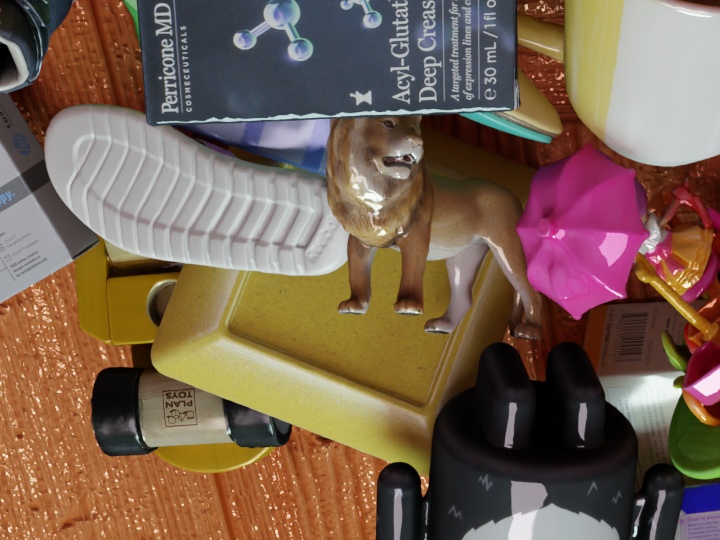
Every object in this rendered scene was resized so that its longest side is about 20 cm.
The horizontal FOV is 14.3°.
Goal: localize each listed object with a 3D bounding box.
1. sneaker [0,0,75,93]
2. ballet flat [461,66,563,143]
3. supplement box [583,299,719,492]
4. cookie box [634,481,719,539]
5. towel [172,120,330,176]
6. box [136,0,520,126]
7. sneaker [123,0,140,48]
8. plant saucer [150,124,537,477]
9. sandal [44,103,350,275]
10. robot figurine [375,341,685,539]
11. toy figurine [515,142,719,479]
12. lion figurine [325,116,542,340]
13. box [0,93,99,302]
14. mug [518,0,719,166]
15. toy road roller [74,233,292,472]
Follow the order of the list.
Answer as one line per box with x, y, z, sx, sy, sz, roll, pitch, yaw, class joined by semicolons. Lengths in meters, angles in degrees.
-0.238;-0.193;1.632;0.077;0.146;0.202;-21;120;27;sneaker
0.026;-0.129;1.614;0.200;0.069;0.063;18;91;-4;ballet flat
0.247;0.084;1.801;0.200;0.074;0.126;-3;129;15;supplement box
0.208;0.202;1.836;0.171;0.075;0.200;-10;156;27;cookie box
-0.017;-0.152;1.653;0.147;0.024;0.200;19;108;-3;towel
-0.018;-0.168;1.506;0.200;0.107;0.149;-3;123;0;box
-0.130;-0.199;1.664;0.083;0.074;0.200;16;138;32;sneaker
0.000;0.000;1.719;0.200;0.200;0.048;21;174;-6;plant saucer
-0.092;-0.042;1.682;0.202;0.050;0.083;20;108;17;sandal
0.099;0.144;1.691;0.150;0.125;0.200;18;118;26;robot figurine
0.175;-0.008;1.663;0.184;0.200;0.150;40;123;-18;toy figurine
0.045;-0.029;1.644;0.072;0.123;0.200;-1;170;32;lion figurine
-0.275;-0.065;1.767;0.156;0.041;0.200;-28;96;29;box
0.166;-0.151;1.606;0.187;0.149;0.153;43;147;27;mug
-0.099;0.028;1.817;0.123;0.146;0.200;-5;90;15;toy road roller
